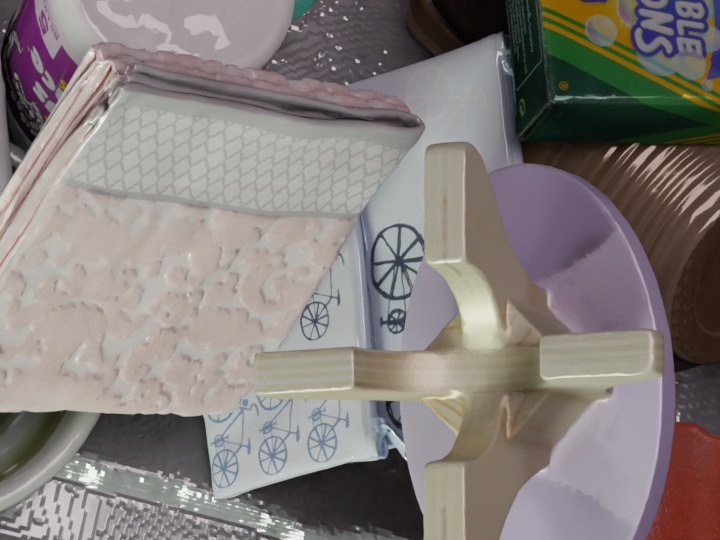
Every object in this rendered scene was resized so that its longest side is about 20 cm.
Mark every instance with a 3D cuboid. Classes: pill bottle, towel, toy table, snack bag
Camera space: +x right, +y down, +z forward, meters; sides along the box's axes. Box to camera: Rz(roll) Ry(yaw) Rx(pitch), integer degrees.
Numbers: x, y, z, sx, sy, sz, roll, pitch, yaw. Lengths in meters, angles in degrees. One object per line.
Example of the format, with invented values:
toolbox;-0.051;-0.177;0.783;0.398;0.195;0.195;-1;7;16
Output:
pill bottle;-0.107;-0.103;1.267;0.112;0.200;0.113;5;73;-16
towel;-0.085;-0.009;1.205;0.200;0.191;0.032;5;37;-47
toy table;0.060;0.048;1.177;0.183;0.117;0.201;-16;77;23
snack bag;0.000;0.000;1.294;0.021;0.199;0.189;14;65;-56

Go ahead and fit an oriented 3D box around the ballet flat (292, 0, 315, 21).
ballet flat;-0.116;-0.171;1.347;0.200;0.070;0.067;30;105;-2

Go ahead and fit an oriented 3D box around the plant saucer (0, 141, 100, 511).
plant saucer;-0.215;0.027;1.277;0.199;0.050;0.201;5;74;-16

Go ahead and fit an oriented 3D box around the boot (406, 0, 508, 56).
boot;0.122;-0.112;1.359;0.200;0.166;0.072;32;65;-6

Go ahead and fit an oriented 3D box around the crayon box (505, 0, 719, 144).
crayon box;0.167;-0.125;1.256;0.199;0.052;0.126;0;71;-16

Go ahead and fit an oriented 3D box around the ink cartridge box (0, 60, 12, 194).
ink cartridge box;-0.240;-0.048;1.241;0.162;0.057;0.201;-2;70;-18

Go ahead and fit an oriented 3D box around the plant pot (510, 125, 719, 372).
plant pot;0.157;-0.019;1.321;0.201;0.201;0.093;-30;47;-23

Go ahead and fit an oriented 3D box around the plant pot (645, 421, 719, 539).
plant pot;0.144;0.187;1.277;0.200;0.201;0.196;11;64;-14
